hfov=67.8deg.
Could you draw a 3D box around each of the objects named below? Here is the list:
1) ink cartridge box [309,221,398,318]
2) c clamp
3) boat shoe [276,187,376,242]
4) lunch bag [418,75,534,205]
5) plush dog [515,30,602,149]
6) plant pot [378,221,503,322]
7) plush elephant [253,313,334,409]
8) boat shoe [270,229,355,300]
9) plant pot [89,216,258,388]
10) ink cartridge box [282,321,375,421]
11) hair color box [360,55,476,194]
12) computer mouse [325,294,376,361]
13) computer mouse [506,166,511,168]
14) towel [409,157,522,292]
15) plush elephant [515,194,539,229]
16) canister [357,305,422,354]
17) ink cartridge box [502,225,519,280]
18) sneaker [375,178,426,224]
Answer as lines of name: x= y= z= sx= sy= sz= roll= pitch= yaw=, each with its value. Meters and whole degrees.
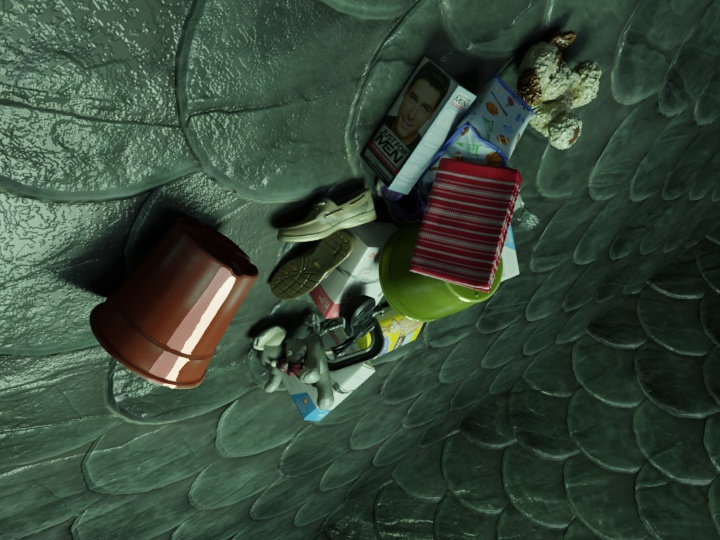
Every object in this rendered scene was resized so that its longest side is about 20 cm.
ink cartridge box: x=0.000 y=0.000 z=1.148 sx=0.145 sy=0.083 sz=0.201 roll=-1 pitch=133 yaw=-44
c clamp: x=-0.025 y=0.146 z=1.278 sx=0.197 sy=0.173 sz=0.027 roll=-24 pitch=159 yaw=4
boat shoe: x=-0.064 y=-0.101 z=0.977 sx=0.197 sy=0.072 sz=0.066 roll=-19 pitch=108 yaw=-22
lunch bag: x=0.200 y=-0.217 z=0.982 sx=0.171 sy=0.124 sz=0.200 roll=-54 pitch=-172 yaw=-36
plush dog: x=0.359 y=-0.359 z=1.039 sx=0.202 sy=0.159 sz=0.172 roll=-59 pitch=139 yaw=-18
plant pot: x=0.159 y=-0.005 z=1.001 sx=0.198 sy=0.203 sz=0.192 roll=-25 pitch=-176 yaw=-21
plush elephant: x=-0.157 y=0.199 z=1.176 sx=0.152 sy=0.203 sz=0.165 roll=-13 pitch=147 yaw=5
boat shoe: x=-0.089 y=-0.009 z=1.053 sx=0.199 sy=0.073 sz=0.068 roll=-36 pitch=178 yaw=15
plant pot: x=-0.271 y=0.038 z=0.829 sx=0.196 sy=0.201 sz=0.200 roll=-52 pitch=147 yaw=7
ink cartridge box: x=-0.083 y=0.250 z=1.327 sx=0.200 sy=0.145 sz=0.084 roll=-42 pitch=151 yaw=7
hair color box: x=0.094 y=-0.243 z=0.914 sx=0.060 sy=0.099 sz=0.201 roll=7 pitch=127 yaw=-48
computer mouse: x=-0.030 y=0.119 z=1.147 sx=0.140 sy=0.046 sz=0.201 roll=-40 pitch=161 yaw=-15
computer mouse: x=0.222 y=-0.168 z=1.074 sx=0.197 sy=0.034 sz=0.059 roll=-13 pitch=111 yaw=9
towel: x=0.171 y=-0.079 z=0.878 sx=0.022 sy=0.143 sz=0.203 roll=24 pitch=82 yaw=-69
plush elephant: x=0.265 y=-0.128 z=1.166 sx=0.154 sy=0.201 sz=0.165 roll=-37 pitch=157 yaw=4
canister: x=0.065 y=0.160 z=1.425 sx=0.198 sy=0.087 sz=0.150 roll=-19 pitch=145 yaw=-31
ink cartridge box: x=0.265 y=-0.028 z=1.306 sx=0.198 sy=0.125 sz=0.131 roll=-17 pitch=100 yaw=-29
sneaker: x=0.095 y=-0.127 z=1.083 sx=0.081 sy=0.084 sz=0.199 roll=-43 pitch=150 yaw=9
